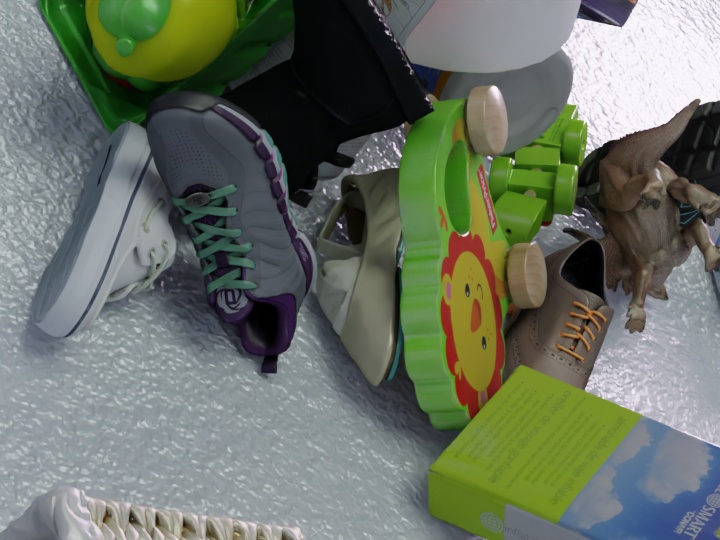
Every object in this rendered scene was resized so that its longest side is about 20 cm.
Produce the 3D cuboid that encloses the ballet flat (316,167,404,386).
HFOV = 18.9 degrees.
[{"bbox_3d":[0.000,0.000,1.477,0.069,0.069,0.200,31,37,-18],"label":"ballet flat"}]

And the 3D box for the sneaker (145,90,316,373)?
[{"bbox_3d":[-0.078,-0.023,1.346,0.200,0.074,0.088,59,28,-44],"label":"sneaker"}]

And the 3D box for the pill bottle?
[{"bbox_3d":[0.071,-0.188,1.662,0.112,0.112,0.200,10,32,-37],"label":"pill bottle"}]

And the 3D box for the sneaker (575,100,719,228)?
[{"bbox_3d":[0.257,-0.076,1.685,0.079,0.200,0.075,39,60,-26],"label":"sneaker"}]

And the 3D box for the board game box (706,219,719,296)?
[{"bbox_3d":[0.380,-0.003,1.849,0.200,0.043,0.199,19,42,-30],"label":"board game box"}]

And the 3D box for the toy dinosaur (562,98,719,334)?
[{"bbox_3d":[0.208,-0.045,1.626,0.086,0.200,0.136,-12,31,-18],"label":"toy dinosaur"}]

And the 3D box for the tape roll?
[{"bbox_3d":[0.067,-0.228,1.563,0.202,0.071,0.202,8,38,-6],"label":"tape roll"}]

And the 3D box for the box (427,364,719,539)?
[{"bbox_3d":[0.159,0.143,1.390,0.200,0.048,0.122,22,45,26],"label":"box"}]

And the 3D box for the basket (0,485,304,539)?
[{"bbox_3d":[-0.111,0.238,1.017,0.161,0.198,0.200,12,47,-39],"label":"basket"}]

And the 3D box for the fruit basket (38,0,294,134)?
[{"bbox_3d":[-0.125,-0.187,1.412,0.216,0.216,0.156,-8,60,-47],"label":"fruit basket"}]

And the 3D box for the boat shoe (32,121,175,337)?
[{"bbox_3d":[-0.144,-0.021,1.340,0.067,0.074,0.200,33,37,-15],"label":"boat shoe"}]

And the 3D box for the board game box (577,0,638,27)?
[{"bbox_3d":[0.120,-0.277,1.786,0.200,0.057,0.165,29,3,-20],"label":"board game box"}]

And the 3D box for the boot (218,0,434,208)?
[{"bbox_3d":[-0.051,-0.117,1.381,0.073,0.162,0.198,64,5,33],"label":"boot"}]

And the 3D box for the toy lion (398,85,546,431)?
[{"bbox_3d":[0.064,0.000,1.461,0.192,0.069,0.200,-60,139,-55],"label":"toy lion"}]

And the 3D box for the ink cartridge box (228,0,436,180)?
[{"bbox_3d":[-0.020,-0.187,1.499,0.057,0.200,0.163,-1,49,-55],"label":"ink cartridge box"}]

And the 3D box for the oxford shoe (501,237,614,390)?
[{"bbox_3d":[0.140,0.050,1.542,0.071,0.073,0.200,31,39,-17],"label":"oxford shoe"}]

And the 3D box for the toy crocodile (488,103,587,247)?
[{"bbox_3d":[0.137,-0.076,1.676,0.067,0.062,0.200,7,33,9],"label":"toy crocodile"}]
